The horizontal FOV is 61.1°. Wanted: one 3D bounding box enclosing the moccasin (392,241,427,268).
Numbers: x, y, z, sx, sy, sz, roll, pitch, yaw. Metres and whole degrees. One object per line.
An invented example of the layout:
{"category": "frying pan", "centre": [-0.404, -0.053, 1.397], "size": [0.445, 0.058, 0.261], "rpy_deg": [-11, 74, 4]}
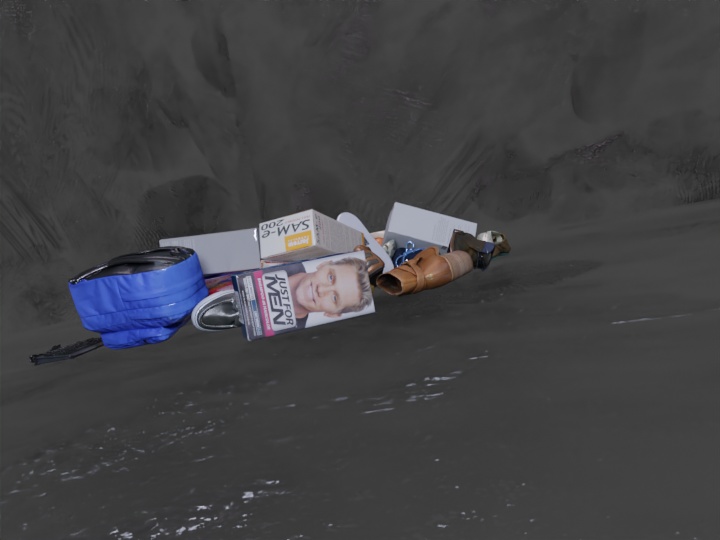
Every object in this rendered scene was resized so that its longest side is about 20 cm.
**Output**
{"category": "moccasin", "centre": [0.095, -0.016, 1.389], "size": [0.200, 0.068, 0.081], "rpy_deg": [-18, 32, 47]}

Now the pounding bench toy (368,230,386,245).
{"category": "pounding bench toy", "centre": [0.039, -0.035, 1.560], "size": [0.199, 0.125, 0.156], "rpy_deg": [-11, 3, -1]}

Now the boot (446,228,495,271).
{"category": "boot", "centre": [0.228, -0.037, 1.254], "size": [0.097, 0.075, 0.200], "rpy_deg": [13, 21, 9]}

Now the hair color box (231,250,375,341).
{"category": "hair color box", "centre": [-0.086, 0.035, 0.925], "size": [0.199, 0.100, 0.061], "rpy_deg": [-12, 4, -19]}

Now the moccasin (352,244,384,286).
{"category": "moccasin", "centre": [-0.001, 0.001, 1.179], "size": [0.074, 0.078, 0.201], "rpy_deg": [-34, -11, -6]}

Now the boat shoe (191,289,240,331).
{"category": "boat shoe", "centre": [-0.195, 0.065, 1.078], "size": [0.199, 0.069, 0.057], "rpy_deg": [-12, 14, -25]}

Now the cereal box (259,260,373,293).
{"category": "cereal box", "centre": [-0.085, 0.019, 1.100], "size": [0.143, 0.040, 0.200], "rpy_deg": [4, 10, -29]}

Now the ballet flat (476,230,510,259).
{"category": "ballet flat", "centre": [0.329, -0.063, 1.547], "size": [0.068, 0.073, 0.200], "rpy_deg": [-9, 4, 35]}

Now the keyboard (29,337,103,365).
{"category": "keyboard", "centre": [-0.578, 0.157, 1.198], "size": [0.127, 0.021, 0.200], "rpy_deg": [-11, 2, 0]}

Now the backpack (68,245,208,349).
{"category": "backpack", "centre": [-0.377, 0.044, 1.099], "size": [0.199, 0.168, 0.163], "rpy_deg": [-13, 19, 8]}

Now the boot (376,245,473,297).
{"category": "boot", "centre": [0.096, 0.005, 1.145], "size": [0.154, 0.074, 0.200], "rpy_deg": [-18, 1, -23]}

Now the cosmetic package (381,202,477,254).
{"category": "cosmetic package", "centre": [0.157, -0.080, 1.415], "size": [0.199, 0.081, 0.113], "rpy_deg": [13, -20, -1]}

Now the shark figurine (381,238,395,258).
{"category": "shark figurine", "centre": [-0.013, 0.013, 1.393], "size": [0.214, 0.129, 0.090], "rpy_deg": [-11, -30, 21]}

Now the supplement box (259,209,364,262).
{"category": "supplement box", "centre": [-0.090, -0.051, 1.209], "size": [0.126, 0.074, 0.200], "rpy_deg": [-12, -15, 26]}

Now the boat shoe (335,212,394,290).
{"category": "boat shoe", "centre": [0.002, -0.031, 1.320], "size": [0.072, 0.200, 0.068], "rpy_deg": [-23, -24, -33]}

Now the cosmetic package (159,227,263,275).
{"category": "cosmetic package", "centre": [-0.288, -0.035, 1.234], "size": [0.199, 0.091, 0.107], "rpy_deg": [-9, 2, 2]}

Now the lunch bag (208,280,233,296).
{"category": "lunch bag", "centre": [-0.189, 0.054, 1.213], "size": [0.176, 0.082, 0.200], "rpy_deg": [-4, 8, 36]}

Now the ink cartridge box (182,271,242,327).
{"category": "ink cartridge box", "centre": [-0.330, 0.051, 1.277], "size": [0.200, 0.043, 0.198], "rpy_deg": [-40, -10, 24]}
